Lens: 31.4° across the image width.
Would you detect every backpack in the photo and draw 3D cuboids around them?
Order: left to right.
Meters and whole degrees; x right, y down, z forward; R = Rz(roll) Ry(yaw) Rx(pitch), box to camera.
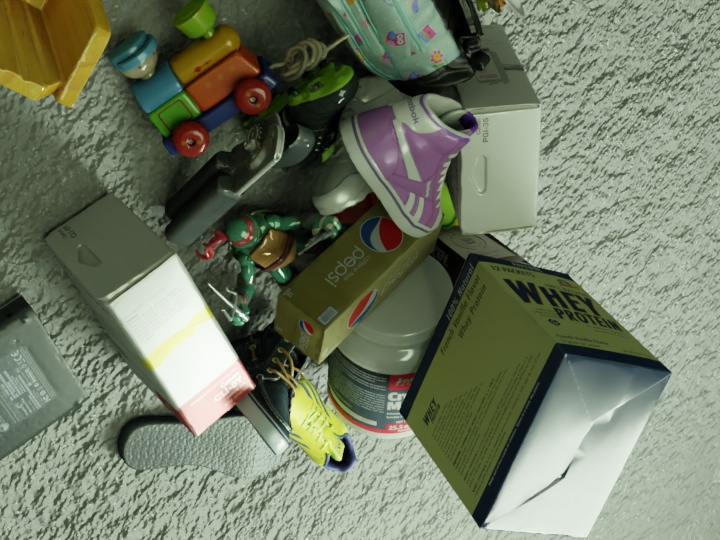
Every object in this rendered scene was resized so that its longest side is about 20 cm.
[{"bbox_3d":[0.023,-0.272,1.222,0.126,0.167,0.200,-33,128,5],"label":"backpack"}]

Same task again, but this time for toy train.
[{"bbox_3d":[-0.123,-0.204,1.175,0.200,0.085,0.116,-33,121,9],"label":"toy train"}]

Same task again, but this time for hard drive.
[{"bbox_3d":[-0.378,0.133,1.239,0.200,0.033,0.140,-36,133,-16],"label":"hard drive"}]

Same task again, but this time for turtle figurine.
[{"bbox_3d":[-0.084,-0.018,1.334,0.150,0.101,0.200,-42,154,15],"label":"turtle figurine"}]

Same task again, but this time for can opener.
[{"bbox_3d":[-0.115,-0.081,1.223,0.067,0.054,0.200,14,147,-32],"label":"can opener"}]

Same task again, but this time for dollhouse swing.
[{"bbox_3d":[-0.267,-0.271,0.993,0.176,0.182,0.200,-43,138,20],"label":"dollhouse swing"}]

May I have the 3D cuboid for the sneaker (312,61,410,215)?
[{"bbox_3d":[-0.011,-0.149,1.315,0.099,0.078,0.200,44,58,-31],"label":"sneaker"}]

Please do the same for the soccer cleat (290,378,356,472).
[{"bbox_3d":[-0.052,0.178,1.462,0.065,0.084,0.200,-45,151,-6],"label":"soccer cleat"}]

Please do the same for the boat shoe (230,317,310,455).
[{"bbox_3d":[-0.090,0.110,1.335,0.091,0.200,0.071,-35,119,-3],"label":"boat shoe"}]

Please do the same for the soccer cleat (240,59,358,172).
[{"bbox_3d":[-0.045,-0.144,1.225,0.081,0.200,0.068,49,65,-14],"label":"soccer cleat"}]

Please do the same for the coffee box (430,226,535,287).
[{"bbox_3d":[0.139,0.032,1.470,0.080,0.200,0.113,-7,121,-32],"label":"coffee box"}]

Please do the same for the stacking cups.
[{"bbox_3d":[0.049,-0.070,1.438,0.199,0.060,0.061,-6,120,-34],"label":"stacking cups"}]

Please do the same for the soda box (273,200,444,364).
[{"bbox_3d":[0.000,0.000,1.317,0.200,0.064,0.068,-43,161,-30],"label":"soda box"}]

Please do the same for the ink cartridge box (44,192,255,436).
[{"bbox_3d":[-0.202,0.042,1.243,0.083,0.145,0.200,-38,134,-14],"label":"ink cartridge box"}]

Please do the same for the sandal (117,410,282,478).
[{"bbox_3d":[-0.176,0.186,1.435,0.199,0.043,0.076,10,102,-32],"label":"sandal"}]

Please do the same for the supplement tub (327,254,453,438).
[{"bbox_3d":[0.034,0.082,1.429,0.140,0.140,0.200,-28,148,-22],"label":"supplement tub"}]

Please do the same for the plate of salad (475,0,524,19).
[{"bbox_3d":[0.101,-0.326,1.241,0.048,0.201,0.200,-29,138,18],"label":"plate of salad"}]

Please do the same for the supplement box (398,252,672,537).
[{"bbox_3d":[0.166,0.123,1.281,0.134,0.200,0.201,11,112,-30],"label":"supplement box"}]

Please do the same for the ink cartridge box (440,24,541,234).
[{"bbox_3d":[0.128,-0.150,1.342,0.082,0.200,0.147,-5,124,-4],"label":"ink cartridge box"}]

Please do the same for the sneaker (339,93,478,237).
[{"bbox_3d":[0.069,-0.100,1.225,0.114,0.073,0.200,-22,153,12],"label":"sneaker"}]
